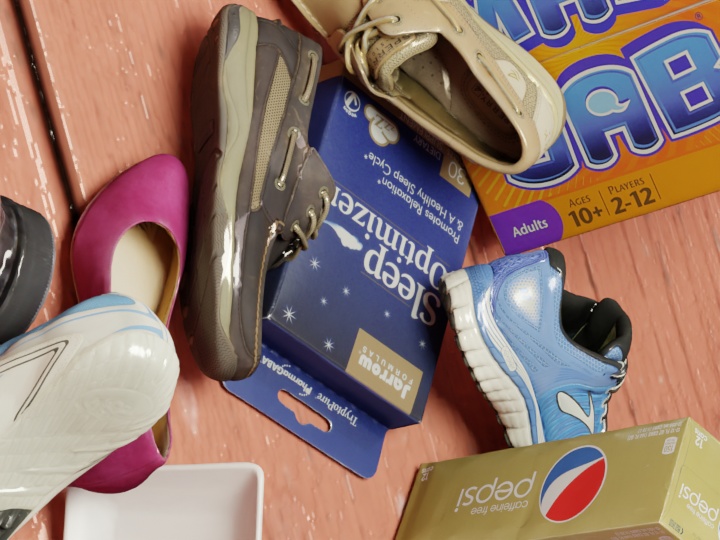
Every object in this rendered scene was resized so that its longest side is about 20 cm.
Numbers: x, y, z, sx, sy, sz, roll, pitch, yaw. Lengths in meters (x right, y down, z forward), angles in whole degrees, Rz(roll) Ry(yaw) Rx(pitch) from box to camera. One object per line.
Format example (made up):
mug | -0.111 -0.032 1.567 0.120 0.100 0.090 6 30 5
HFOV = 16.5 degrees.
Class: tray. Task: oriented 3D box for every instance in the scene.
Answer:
tray | -0.092 0.191 1.159 0.022 0.107 0.201 22 67 -62

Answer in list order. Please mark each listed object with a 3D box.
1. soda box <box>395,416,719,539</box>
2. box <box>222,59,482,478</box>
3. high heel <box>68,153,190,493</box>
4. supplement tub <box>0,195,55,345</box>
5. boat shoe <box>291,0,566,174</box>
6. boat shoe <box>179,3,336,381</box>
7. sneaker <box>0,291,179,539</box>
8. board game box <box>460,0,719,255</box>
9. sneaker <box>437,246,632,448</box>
soda box | 0.110 0.132 1.302 0.068 0.200 0.064 38 56 -30
box | 0.000 0.000 1.351 0.121 0.032 0.201 35 58 -33
high heel | -0.101 0.020 1.195 0.067 0.096 0.200 52 46 -32
supplement tub | -0.232 -0.026 1.081 0.200 0.107 0.107 25 63 -38
boat shoe | 0.023 -0.128 1.331 0.200 0.071 0.065 37 29 4
boat shoe | -0.048 -0.041 1.270 0.073 0.074 0.201 8 73 -16
sneaker | -0.170 0.080 1.103 0.200 0.072 0.072 -33 117 -5
board game box | 0.166 -0.155 1.411 0.200 0.199 0.201 -37 105 -53
sneaker | 0.119 0.067 1.376 0.079 0.089 0.200 -104 168 -52
